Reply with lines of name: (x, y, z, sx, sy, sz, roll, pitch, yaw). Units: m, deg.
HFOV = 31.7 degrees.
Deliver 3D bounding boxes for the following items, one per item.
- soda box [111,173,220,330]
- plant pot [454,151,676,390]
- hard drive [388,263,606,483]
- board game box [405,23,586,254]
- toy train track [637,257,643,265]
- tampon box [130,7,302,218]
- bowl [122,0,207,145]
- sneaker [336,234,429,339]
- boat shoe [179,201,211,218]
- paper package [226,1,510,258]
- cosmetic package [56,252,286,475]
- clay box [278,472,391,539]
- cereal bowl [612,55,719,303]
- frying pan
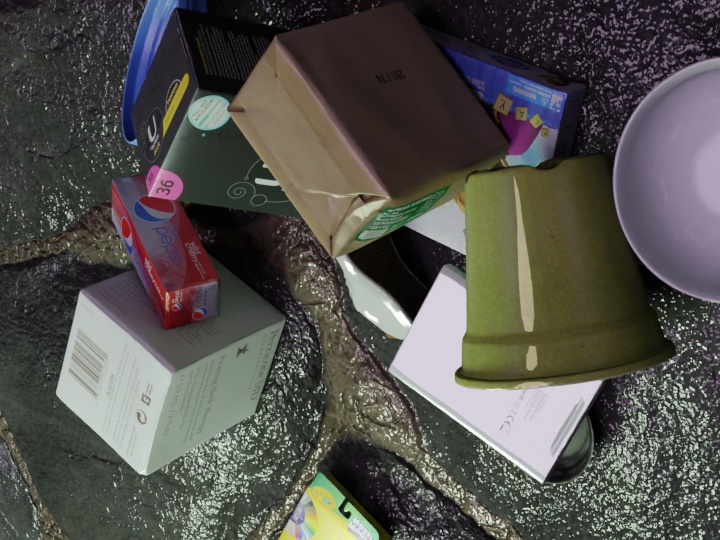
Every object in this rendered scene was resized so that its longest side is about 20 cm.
soda box: (-0.229, -0.027, 1.476, 0.201, 0.069, 0.064, 57, 149, 38)
plant pot: (0.168, -0.006, 1.131, 0.199, 0.199, 0.187, -6, 95, 41)
hard drive: (0.138, 0.103, 1.288, 0.199, 0.027, 0.133, 35, 110, 19)
board game box: (0.111, -0.118, 1.261, 0.199, 0.041, 0.202, 26, 122, 31)
toy train track: (0.243, 0.006, 1.204, 0.114, 0.032, 0.202, 21, 120, 33)
tampon box: (-0.115, -0.157, 1.307, 0.150, 0.198, 0.127, -58, 39, 39)
bowl: (-0.221, -0.237, 1.428, 0.201, 0.039, 0.203, -42, 41, 53)
sneaker: (0.000, 0.000, 1.354, 0.084, 0.073, 0.201, -13, 118, 48)
boat shoe: (-0.177, -0.138, 1.480, 0.065, 0.072, 0.200, 56, 139, 13)
paper package: (0.010, -0.136, 1.178, 0.191, 0.199, 0.104, 53, 133, 10)
cosmetic package: (-0.228, 0.102, 1.526, 0.166, 0.199, 0.169, 36, 126, 23)
clay box: (-0.039, 0.341, 1.564, 0.115, 0.047, 0.201, 43, 128, 19)
cereal bowl: (0.314, -0.078, 1.059, 0.198, 0.083, 0.203, 4, 100, 21)
frying pan: (0.165, 0.145, 1.324, 0.189, 0.031, 0.116, 31, 122, 30)
